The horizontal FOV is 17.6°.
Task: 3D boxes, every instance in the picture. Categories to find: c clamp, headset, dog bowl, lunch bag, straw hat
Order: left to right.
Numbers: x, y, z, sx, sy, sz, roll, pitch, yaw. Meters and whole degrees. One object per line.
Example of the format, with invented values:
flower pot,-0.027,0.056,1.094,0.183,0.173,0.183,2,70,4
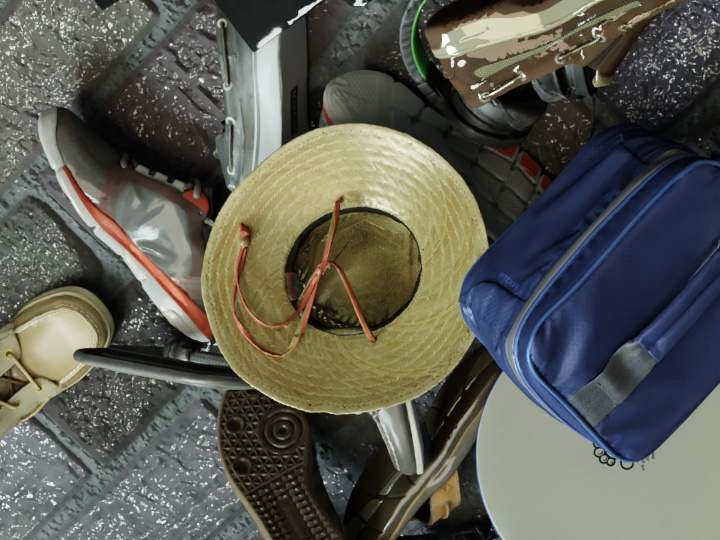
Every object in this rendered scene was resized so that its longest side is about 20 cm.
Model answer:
c clamp,-0.100,0.073,1.672,0.199,0.170,0.027,8,96,33
straw hat,0.000,0.000,1.551,0.199,0.085,0.203,0,89,17
headset,0.110,-0.118,1.500,0.123,0.094,0.200,-31,119,32
dog bowl,0.178,0.128,1.547,0.198,0.079,0.202,-4,72,13
lunch bag,0.177,0.010,1.444,0.200,0.132,0.136,-48,118,-2

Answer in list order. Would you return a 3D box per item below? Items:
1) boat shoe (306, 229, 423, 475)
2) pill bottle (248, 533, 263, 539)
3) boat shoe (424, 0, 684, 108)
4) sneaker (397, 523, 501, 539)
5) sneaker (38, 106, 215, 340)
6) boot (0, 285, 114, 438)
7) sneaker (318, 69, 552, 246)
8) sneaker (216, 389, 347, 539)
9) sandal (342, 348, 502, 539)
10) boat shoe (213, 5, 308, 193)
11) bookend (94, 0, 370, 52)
boat shoe,-0.001,0.048,1.623,0.056,0.067,0.202,-13,90,1
pill bottle,-0.042,0.301,1.778,0.103,0.104,0.201,-4,115,23
boat shoe,0.143,-0.152,1.418,0.201,0.075,0.075,-15,110,26
sneaker,0.107,0.191,1.682,0.198,0.076,0.115,7,118,11
sneaker,-0.147,-0.048,1.658,0.082,0.077,0.200,-38,102,7
boot,-0.281,0.100,1.733,0.199,0.156,0.073,-30,103,31
sneaker,0.054,-0.056,1.580,0.199,0.077,0.082,37,139,8
sneaker,-0.054,0.173,1.698,0.070,0.201,0.076,-19,149,-6
sandal,0.055,0.141,1.673,0.054,0.082,0.200,29,110,-23
boat shoe,-0.071,-0.095,1.605,0.056,0.069,0.202,11,114,19
bookend,-0.095,-0.223,1.503,0.198,0.092,0.201,-33,96,39
